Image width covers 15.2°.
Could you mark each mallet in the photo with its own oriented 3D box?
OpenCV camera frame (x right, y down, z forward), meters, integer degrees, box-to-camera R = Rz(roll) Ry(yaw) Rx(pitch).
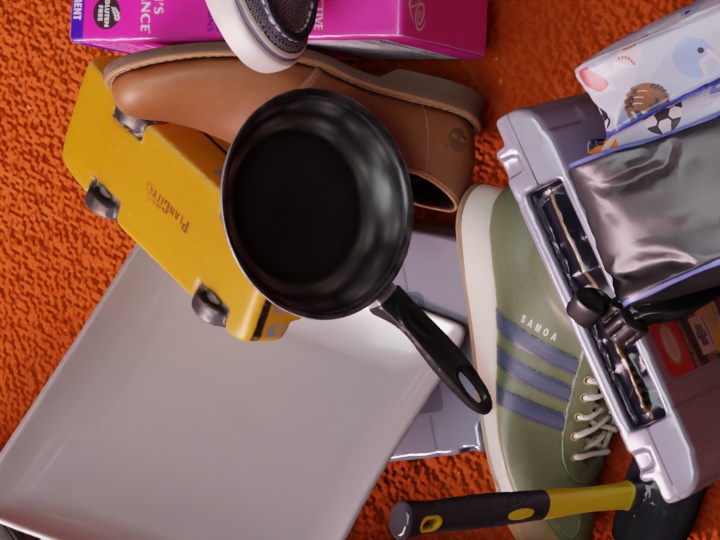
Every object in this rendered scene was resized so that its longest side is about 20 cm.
[{"bbox_3d":[0.093,0.124,1.342,0.041,0.200,0.066,36,125,44],"label":"mallet"}]

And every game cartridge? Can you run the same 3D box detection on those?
[{"bbox_3d":[0.143,0.005,1.322,0.041,0.133,0.200,-26,86,29],"label":"game cartridge"},{"bbox_3d":[-0.013,0.041,1.471,0.200,0.040,0.133,-8,98,29],"label":"game cartridge"}]

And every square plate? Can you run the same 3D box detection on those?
[{"bbox_3d":[-0.072,0.082,1.417,0.200,0.028,0.198,20,63,24],"label":"square plate"}]

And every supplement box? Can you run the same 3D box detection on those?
[{"bbox_3d":[-0.041,-0.164,1.407,0.200,0.103,0.101,1,89,27],"label":"supplement box"}]

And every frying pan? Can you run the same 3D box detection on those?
[{"bbox_3d":[0.004,-0.016,1.352,0.031,0.190,0.115,-7,59,54],"label":"frying pan"}]

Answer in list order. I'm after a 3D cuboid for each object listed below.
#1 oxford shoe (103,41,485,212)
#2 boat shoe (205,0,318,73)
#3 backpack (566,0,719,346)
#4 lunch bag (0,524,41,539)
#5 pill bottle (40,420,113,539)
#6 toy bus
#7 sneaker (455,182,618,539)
[{"bbox_3d":[-0.034,-0.071,1.382,0.200,0.071,0.071,10,73,-11],"label":"oxford shoe"},{"bbox_3d":[-0.030,-0.201,1.301,0.093,0.075,0.200,-14,79,34],"label":"boat shoe"},{"bbox_3d":[0.198,-0.062,1.250,0.200,0.190,0.154,-17,84,24],"label":"backpack"},{"bbox_3d":[-0.232,0.218,1.544,0.139,0.168,0.200,-25,86,30],"label":"lunch bag"},{"bbox_3d":[-0.117,0.182,1.494,0.120,0.120,0.200,-25,92,30],"label":"pill bottle"},{"bbox_3d":[-0.084,-0.040,1.433,0.200,0.078,0.065,42,121,39],"label":"toy bus"},{"bbox_3d":[0.110,0.048,1.384,0.090,0.067,0.200,-9,93,32],"label":"sneaker"}]
